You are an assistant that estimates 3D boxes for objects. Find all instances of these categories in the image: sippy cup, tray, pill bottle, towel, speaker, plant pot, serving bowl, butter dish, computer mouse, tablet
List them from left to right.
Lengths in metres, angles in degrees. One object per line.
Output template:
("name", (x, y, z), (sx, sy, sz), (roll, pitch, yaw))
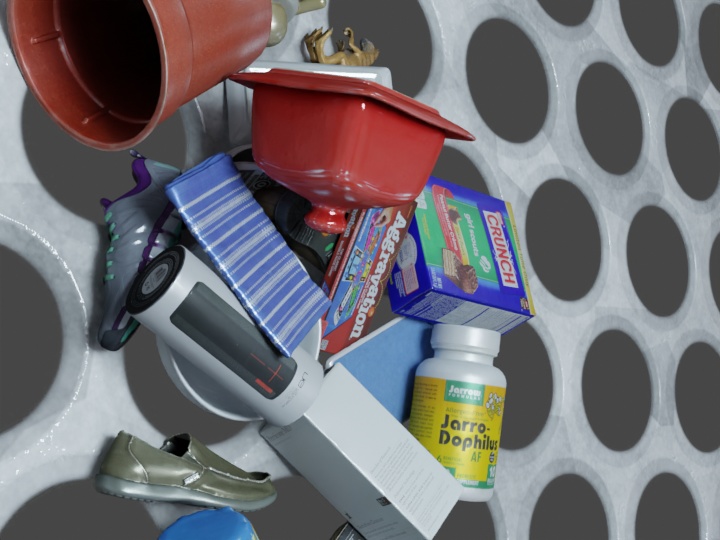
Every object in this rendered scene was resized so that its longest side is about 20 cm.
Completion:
("plant pot", (-0.201, -0.242, 1.025), (0.195, 0.200, 0.202), (-36, 107, -49))
("sippy cup", (-0.136, 0.303, 0.996), (0.177, 0.139, 0.131), (-26, 113, -33))
("speaker", (-0.127, 0.067, 1.011), (0.200, 0.081, 0.082), (44, 56, -30))
("serving bowl", (-0.136, 0.058, 1.103), (0.199, 0.066, 0.202), (10, 75, -41))
("towel", (-0.106, -0.021, 1.038), (0.200, 0.024, 0.145), (54, 22, -6))
("computer mouse", (-0.083, -0.114, 1.169), (0.199, 0.110, 0.044), (1, 66, -34))
("tray", (-0.052, -0.192, 1.190), (0.199, 0.022, 0.108), (0, 71, -18))
("butter dish", (-0.020, -0.110, 1.048), (0.199, 0.199, 0.149), (12, 92, -52))
("tablet", (0.036, 0.128, 1.270), (0.200, 0.014, 0.131), (-28, 114, -43))
("pill bottle", (0.117, 0.170, 1.267), (0.112, 0.112, 0.201), (14, 82, -40))

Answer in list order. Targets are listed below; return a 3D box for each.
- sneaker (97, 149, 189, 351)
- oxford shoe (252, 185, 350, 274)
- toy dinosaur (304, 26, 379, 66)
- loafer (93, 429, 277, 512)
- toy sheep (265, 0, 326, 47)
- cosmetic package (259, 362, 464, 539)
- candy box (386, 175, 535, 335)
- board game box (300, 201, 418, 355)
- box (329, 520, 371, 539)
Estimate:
("sneaker", (-0.233, -0.021, 1.045), (0.087, 0.074, 0.201), (23, 69, -4))
("oxford shoe", (-0.055, -0.046, 1.192), (0.073, 0.084, 0.200), (-61, 144, -13))
("toy dinosaur", (-0.029, -0.233, 1.257), (0.106, 0.060, 0.200), (51, 53, -25))
("loafer", (-0.165, 0.199, 1.045), (0.199, 0.075, 0.070), (17, 76, -39))
("toy sheep", (-0.115, -0.337, 1.150), (0.137, 0.138, 0.201), (8, 65, -41))
("cosmetic package", (0.001, 0.206, 1.136), (0.200, 0.113, 0.081), (43, 55, -4))
("candy box", (0.119, -0.019, 1.317), (0.199, 0.077, 0.170), (15, 55, -42))
("board game box", (0.000, 0.000, 1.203), (0.103, 0.019, 0.201), (21, 91, -57))
("box", (0.006, 0.408, 1.131), (0.198, 0.050, 0.200), (41, 52, -1))
